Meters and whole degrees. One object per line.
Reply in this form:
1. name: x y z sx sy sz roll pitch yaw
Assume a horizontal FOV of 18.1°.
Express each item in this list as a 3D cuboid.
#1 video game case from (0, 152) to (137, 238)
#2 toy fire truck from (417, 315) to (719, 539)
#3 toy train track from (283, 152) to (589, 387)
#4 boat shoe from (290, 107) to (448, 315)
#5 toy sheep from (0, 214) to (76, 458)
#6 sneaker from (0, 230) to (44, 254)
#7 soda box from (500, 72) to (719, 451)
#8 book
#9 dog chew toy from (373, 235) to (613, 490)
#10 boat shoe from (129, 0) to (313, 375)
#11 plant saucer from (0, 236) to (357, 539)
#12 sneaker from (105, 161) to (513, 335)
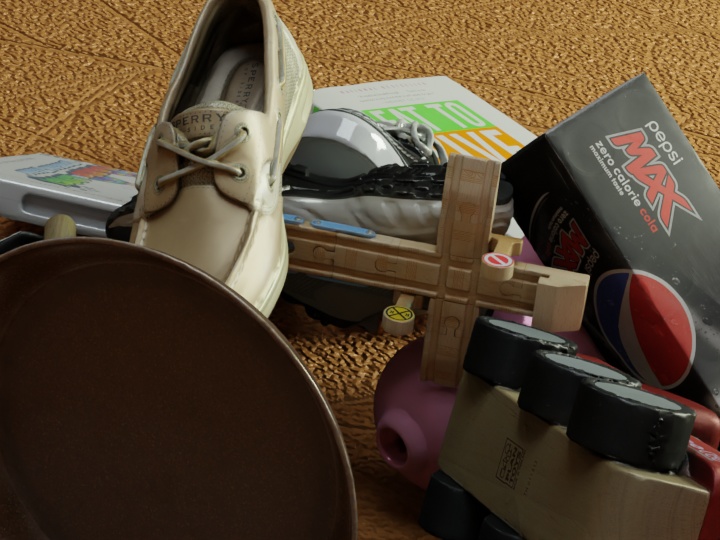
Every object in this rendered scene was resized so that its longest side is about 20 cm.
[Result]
1. video game case: -0.114 -0.033 1.209 0.181 0.024 0.200 12 5 5
2. toy fire truck: 0.150 0.083 0.942 0.199 0.129 0.176 14 6 -20
3. toy train track: 0.000 0.000 1.002 0.199 0.115 0.033 11 28 9
4. boat shoe: 0.013 -0.044 1.167 0.073 0.199 0.068 14 70 23
5. toy sheep: -0.115 0.050 1.015 0.199 0.138 0.138 23 23 -21
6. sneaker: -0.141 0.016 1.131 0.074 0.080 0.200 25 30 31
7. soda box: 0.147 0.015 1.044 0.071 0.063 0.200 -32 88 -28
8. book: 0.069 -0.048 1.322 0.200 0.048 0.133 36 27 34
9. dog chew toy: 0.088 0.046 1.106 0.200 0.125 0.124 -26 44 -36
10. boat shoe: -0.065 -0.043 0.966 0.072 0.065 0.200 -1 46 16
11. plant saucer: -0.086 0.076 0.909 0.200 0.201 0.032 19 28 18
12. sneaker: -0.027 -0.009 1.057 0.199 0.080 0.074 4 18 18
